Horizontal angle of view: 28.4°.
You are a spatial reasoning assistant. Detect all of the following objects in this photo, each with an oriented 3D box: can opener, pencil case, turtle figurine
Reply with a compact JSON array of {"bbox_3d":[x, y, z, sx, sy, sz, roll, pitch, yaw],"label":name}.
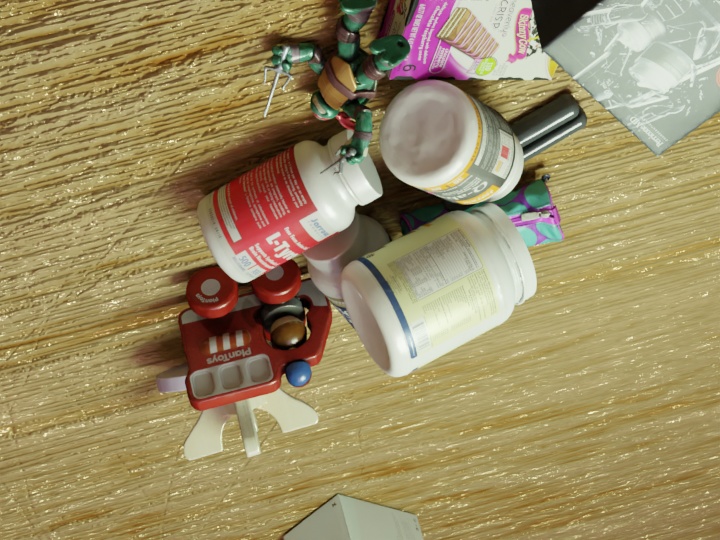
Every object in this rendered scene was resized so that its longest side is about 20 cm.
[{"bbox_3d":[0.184,-0.133,1.708,0.198,0.068,0.053,-30,144,17],"label":"can opener"},{"bbox_3d":[0.151,-0.055,1.777,0.197,0.086,0.092,-14,-179,-5],"label":"pencil case"},{"bbox_3d":[-0.025,-0.201,1.507,0.149,0.101,0.200,40,140,1],"label":"turtle figurine"}]

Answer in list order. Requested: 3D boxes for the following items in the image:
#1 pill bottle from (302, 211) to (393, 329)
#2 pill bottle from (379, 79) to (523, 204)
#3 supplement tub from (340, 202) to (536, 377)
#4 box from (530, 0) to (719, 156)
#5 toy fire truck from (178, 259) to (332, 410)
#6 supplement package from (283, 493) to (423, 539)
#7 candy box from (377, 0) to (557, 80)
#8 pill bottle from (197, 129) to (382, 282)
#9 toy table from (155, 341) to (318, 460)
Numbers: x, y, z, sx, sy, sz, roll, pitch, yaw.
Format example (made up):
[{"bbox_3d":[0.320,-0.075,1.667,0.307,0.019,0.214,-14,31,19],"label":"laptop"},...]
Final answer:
[{"bbox_3d":[0.000,0.000,1.770,0.110,0.112,0.200,-25,143,12],"label":"pill bottle"},{"bbox_3d":[0.109,-0.137,1.594,0.116,0.118,0.199,-31,161,19],"label":"pill bottle"},{"bbox_3d":[0.091,0.019,1.658,0.198,0.146,0.146,-27,147,-14],"label":"supplement tub"},{"bbox_3d":[0.303,-0.249,1.428,0.199,0.105,0.181,35,124,-30],"label":"box"},{"bbox_3d":[-0.129,0.085,1.778,0.197,0.170,0.113,-12,145,-7],"label":"toy fire truck"},{"bbox_3d":[0.005,0.509,2.377,0.199,0.193,0.147,23,128,-41],"label":"supplement package"},{"bbox_3d":[0.129,-0.270,1.509,0.197,0.062,0.137,-4,142,-19],"label":"candy box"},{"bbox_3d":[-0.079,-0.078,1.632,0.198,0.113,0.112,-28,143,14],"label":"pill bottle"},{"bbox_3d":[-0.160,0.171,1.880,0.197,0.119,0.184,-13,-173,7],"label":"toy table"}]
